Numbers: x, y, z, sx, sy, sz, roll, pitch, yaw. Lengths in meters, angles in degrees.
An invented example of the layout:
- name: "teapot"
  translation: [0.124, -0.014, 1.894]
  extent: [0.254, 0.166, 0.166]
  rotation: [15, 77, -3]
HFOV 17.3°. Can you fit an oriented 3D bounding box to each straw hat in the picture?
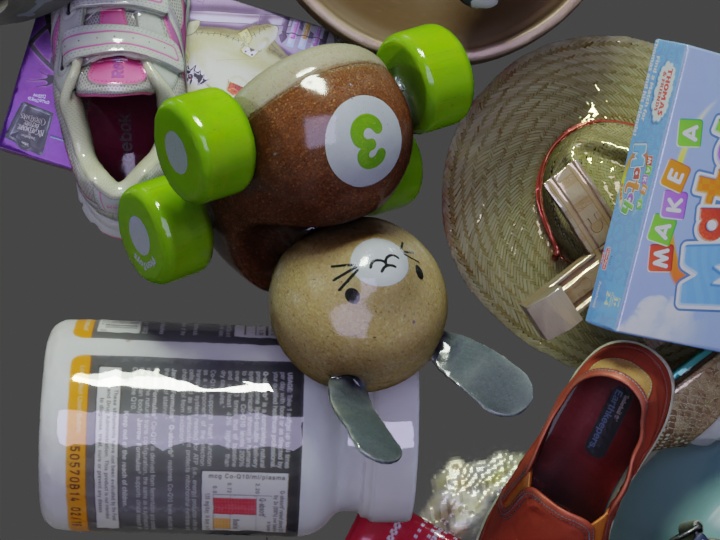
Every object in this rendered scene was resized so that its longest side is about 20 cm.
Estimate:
- name: "straw hat"
  translation: [0.147, -0.038, 1.314]
  extent: [0.201, 0.085, 0.201]
  rotation: [0, 89, -3]

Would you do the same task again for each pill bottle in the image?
- name: "pill bottle"
  translation: [-0.071, 0.086, 1.283]
  extent: [0.200, 0.116, 0.117]
  rotation: [3, 88, -2]

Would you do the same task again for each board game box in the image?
- name: "board game box"
  translation: [-0.092, -0.096, 1.335]
  extent: [0.200, 0.032, 0.120]
  rotation: [16, 91, -2]
- name: "board game box"
  translation: [0.226, -0.026, 1.253]
  extent: [0.200, 0.037, 0.152]
  rotation: [11, 95, -26]

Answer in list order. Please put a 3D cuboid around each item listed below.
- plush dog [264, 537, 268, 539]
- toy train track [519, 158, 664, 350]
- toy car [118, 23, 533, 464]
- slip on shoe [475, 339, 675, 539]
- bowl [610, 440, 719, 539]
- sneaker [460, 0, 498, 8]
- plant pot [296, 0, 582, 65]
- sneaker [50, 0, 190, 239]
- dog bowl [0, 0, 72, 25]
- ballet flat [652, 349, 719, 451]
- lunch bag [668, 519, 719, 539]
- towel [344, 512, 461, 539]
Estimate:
- name: "plush dog"
  translation: [-0.136, 0.219, 1.266]
  extent: [0.171, 0.200, 0.161]
  rotation: [-1, 55, -12]
- name: "toy train track"
  translation: [0.173, -0.031, 1.262]
  extent: [0.200, 0.033, 0.115]
  rotation: [-38, 109, -8]
- name: "toy car"
  translation: [0.000, 0.000, 1.206]
  extent: [0.164, 0.158, 0.200]
  rotation: [-19, 68, -29]
- name: "slip on shoe"
  translation: [0.104, 0.130, 1.253]
  extent: [0.074, 0.061, 0.200]
  rotation: [28, 102, 15]
- name: "bowl"
  translation: [0.236, 0.177, 1.303]
  extent: [0.200, 0.105, 0.201]
  rotation: [0, 88, -2]
- name: "sneaker"
  translation: [0.085, -0.234, 1.231]
  extent: [0.077, 0.076, 0.200]
  rotation: [10, 89, 2]
- name: "plant pot"
  translation: [0.040, -0.209, 1.312]
  extent: [0.200, 0.093, 0.201]
  rotation: [0, 89, -3]
- name: "sneaker"
  translation: [-0.126, -0.118, 1.275]
  extent: [0.081, 0.088, 0.200]
  rotation: [-9, 90, -3]
- name: "dog bowl"
  translation: [-0.193, -0.221, 1.255]
  extent: [0.200, 0.059, 0.200]
  rotation: [-7, 73, 22]
- name: "ballet flat"
  translation: [0.222, 0.049, 1.310]
  extent: [0.200, 0.071, 0.065]
  rotation: [-42, 85, -13]
- name: "lunch bag"
  translation: [0.150, 0.248, 1.199]
  extent: [0.168, 0.139, 0.200]
  rotation: [-30, 101, -19]
- name: "towel"
  translation: [0.054, 0.229, 1.301]
  extent: [0.200, 0.022, 0.145]
  rotation: [28, 89, 16]
